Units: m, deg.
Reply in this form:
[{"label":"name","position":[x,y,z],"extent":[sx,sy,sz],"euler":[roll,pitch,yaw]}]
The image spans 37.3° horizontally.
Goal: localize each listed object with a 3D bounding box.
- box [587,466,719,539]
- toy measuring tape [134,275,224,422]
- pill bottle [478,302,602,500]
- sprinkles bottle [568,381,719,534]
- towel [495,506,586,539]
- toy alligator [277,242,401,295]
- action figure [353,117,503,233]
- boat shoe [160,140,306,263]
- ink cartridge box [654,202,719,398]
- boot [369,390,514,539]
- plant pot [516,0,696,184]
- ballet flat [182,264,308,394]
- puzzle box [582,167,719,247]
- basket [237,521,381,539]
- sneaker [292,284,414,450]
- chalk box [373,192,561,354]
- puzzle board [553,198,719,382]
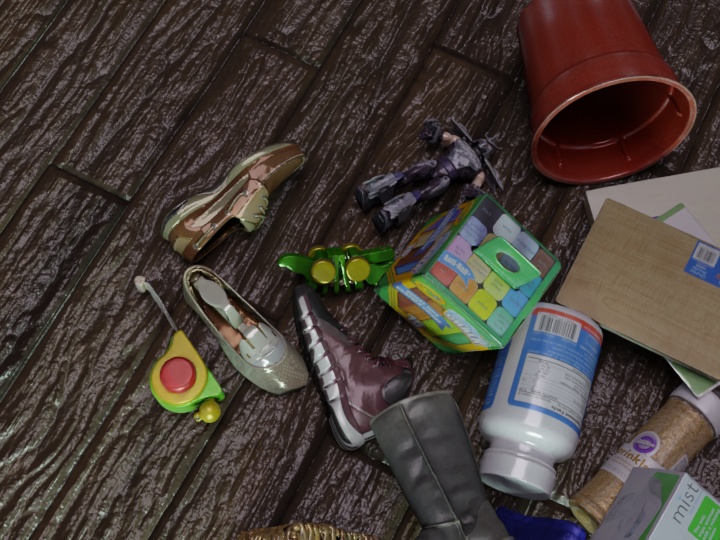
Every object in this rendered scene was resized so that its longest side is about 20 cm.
[{"label":"box","position":[0.315,0.333,1.088],"extent":[0.176,0.097,0.200],"euler":[41,72,-13]},{"label":"toy measuring tape","position":[-0.229,0.099,1.239],"extent":[0.073,0.074,0.200],"euler":[-33,71,-12]},{"label":"pill bottle","position":[0.195,0.146,1.190],"extent":[0.112,0.112,0.201],"euler":[17,69,8]},{"label":"sprinkles bottle","position":[0.322,0.212,1.185],"extent":[0.200,0.068,0.068],"euler":[-41,73,-14]},{"label":"towel","position":[0.149,0.346,1.103],"extent":[0.050,0.148,0.200],"euler":[40,70,-18]},{"label":"toy alligator","position":[0.000,0.000,1.289],"extent":[0.199,0.059,0.055],"euler":[-4,112,-9]},{"label":"action figure","position":[0.095,-0.118,1.325],"extent":[0.199,0.069,0.130],"euler":[-30,65,-14]},{"label":"boat shoe","position":[-0.148,-0.080,1.314],"extent":[0.200,0.076,0.074],"euler":[-35,76,-4]},{"label":"ink cartridge box","position":[0.376,0.037,1.239],"extent":[0.145,0.048,0.200],"euler":[-31,71,-11]},{"label":"boot","position":[0.055,0.237,1.117],"extent":[0.181,0.073,0.201],"euler":[-17,63,-18]},{"label":"plant pot","position":[0.286,-0.244,1.317],"extent":[0.200,0.201,0.196],"euler":[-8,59,-3]},{"label":"ballet flat","position":[-0.142,0.070,1.252],"extent":[0.200,0.062,0.067],"euler":[41,74,15]},{"label":"puzzle box","position":[0.386,-0.053,1.316],"extent":[0.199,0.025,0.134],"euler":[-10,68,-3]},{"label":"basket","position":[-0.055,0.375,1.125],"extent":[0.142,0.149,0.201],"euler":[17,64,-28]},{"label":"sneaker","position":[-0.002,0.099,1.240],"extent":[0.115,0.076,0.201],"euler":[-18,79,-12]},{"label":"chalk box","position":[0.126,0.006,1.185],"extent":[0.125,0.200,0.124],"euler":[42,73,-9]},{"label":"puzzle board","position":[0.342,0.020,1.216],"extent":[0.199,0.017,0.151],"euler":[26,69,13]}]
